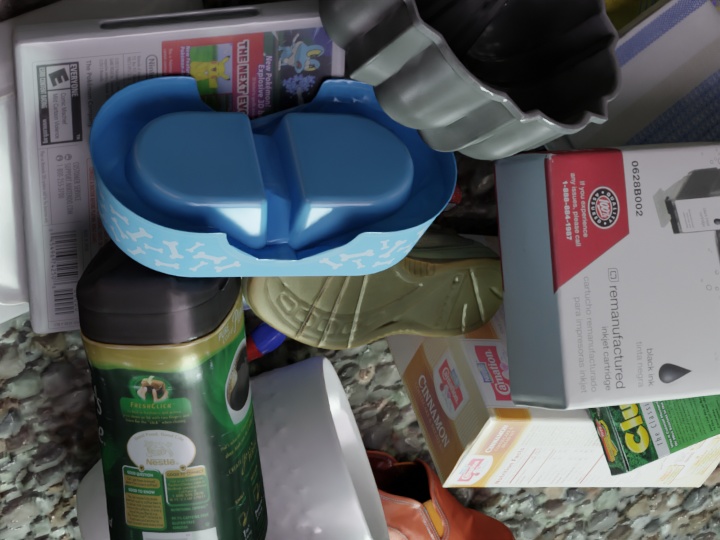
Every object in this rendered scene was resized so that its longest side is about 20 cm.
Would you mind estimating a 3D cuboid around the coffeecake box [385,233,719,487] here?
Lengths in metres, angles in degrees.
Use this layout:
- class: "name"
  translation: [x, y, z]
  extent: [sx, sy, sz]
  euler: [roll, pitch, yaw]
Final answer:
- class: "coffeecake box"
  translation: [0.127, 0.058, 1.407]
  extent: [0.199, 0.154, 0.073]
  euler: [4, 137, -29]

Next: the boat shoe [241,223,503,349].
- class: "boat shoe"
  translation: [0.001, -0.002, 1.271]
  extent: [0.200, 0.063, 0.074]
  euler: [-1, 122, -43]

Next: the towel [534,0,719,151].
- class: "towel"
  translation: [0.182, -0.122, 1.387]
  extent: [0.143, 0.023, 0.201]
  euler: [-6, 128, -24]

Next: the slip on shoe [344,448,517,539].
- class: "slip on shoe"
  translation: [0.039, 0.165, 1.517]
  extent: [0.199, 0.074, 0.061]
  euler: [25, 110, -34]

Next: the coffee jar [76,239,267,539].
- class: "coffee jar"
  translation: [-0.105, 0.076, 1.230]
  extent: [0.085, 0.104, 0.201]
  euler: [0, 113, 11]

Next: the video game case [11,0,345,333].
- class: "video game case"
  translation: [-0.100, -0.057, 1.235]
  extent: [0.181, 0.023, 0.201]
  euler: [-6, 128, -12]

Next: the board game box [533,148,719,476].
- class: "board game box"
  translation: [0.165, 0.014, 1.346]
  extent: [0.104, 0.201, 0.023]
  euler: [-17, 178, -32]

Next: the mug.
- class: "mug"
  translation: [-0.075, 0.174, 1.379]
  extent: [0.174, 0.201, 0.148]
  euler: [-18, 169, 4]

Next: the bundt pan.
- class: "bundt pan"
  translation: [0.048, -0.144, 1.190]
  extent: [0.201, 0.203, 0.076]
  euler: [22, 136, -38]

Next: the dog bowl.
- class: "dog bowl"
  translation: [-0.049, -0.047, 1.177]
  extent: [0.199, 0.112, 0.050]
  euler: [-1, 141, -16]

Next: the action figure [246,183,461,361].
- class: "action figure"
  translation: [-0.023, 0.002, 1.354]
  extent: [0.199, 0.066, 0.052]
  euler: [-32, 171, -1]

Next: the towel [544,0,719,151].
- class: "towel"
  translation: [0.200, -0.059, 1.333]
  extent: [0.147, 0.024, 0.200]
  euler: [-38, 102, -15]

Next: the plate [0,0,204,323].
- class: "plate"
  translation: [-0.165, -0.060, 1.253]
  extent: [0.199, 0.032, 0.200]
  euler: [-21, 132, -11]

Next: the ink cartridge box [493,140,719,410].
- class: "ink cartridge box"
  translation: [0.187, -0.001, 1.272]
  extent: [0.199, 0.083, 0.148]
  euler: [-5, 91, -19]
